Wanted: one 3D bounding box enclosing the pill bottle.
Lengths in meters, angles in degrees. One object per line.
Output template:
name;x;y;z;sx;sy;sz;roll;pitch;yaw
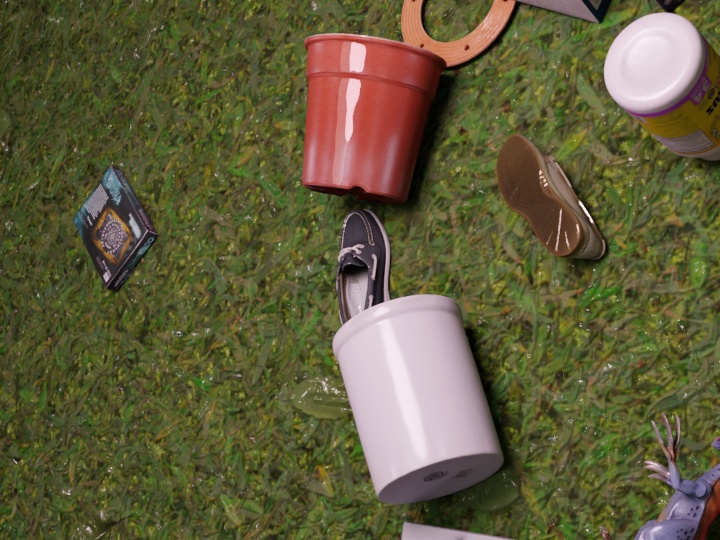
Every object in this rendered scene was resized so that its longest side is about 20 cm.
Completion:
pill bottle;0.345;-0.185;1.076;0.104;0.199;0.105;-14;67;36

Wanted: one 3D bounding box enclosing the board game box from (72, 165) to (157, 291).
board game box;-0.443;-0.078;1.822;0.136;0.028;0.200;-50;50;16

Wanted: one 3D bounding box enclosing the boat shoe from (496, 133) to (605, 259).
boat shoe;0.232;-0.089;1.246;0.073;0.063;0.201;-56;41;27

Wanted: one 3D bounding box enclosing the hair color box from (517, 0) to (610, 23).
hair color box;0.219;-0.386;1.301;0.199;0.100;0.061;27;92;34

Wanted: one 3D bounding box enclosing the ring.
ring;0.141;-0.381;1.435;0.199;0.019;0.203;-14;67;35

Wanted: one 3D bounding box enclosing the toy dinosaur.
toy dinosaur;0.332;0.243;1.023;0.180;0.105;0.202;-26;79;5

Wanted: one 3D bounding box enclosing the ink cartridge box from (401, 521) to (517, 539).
ink cartridge box;0.126;0.395;1.177;0.199;0.043;0.176;-2;73;40

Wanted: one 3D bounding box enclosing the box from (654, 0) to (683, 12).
box;0.351;-0.443;1.209;0.148;0.124;0.201;-41;55;22

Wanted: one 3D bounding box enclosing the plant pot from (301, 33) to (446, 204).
plant pot;0.005;-0.199;1.387;0.199;0.200;0.198;9;90;41

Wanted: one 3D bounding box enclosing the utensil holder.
utensil holder;0.068;0.158;1.221;0.169;0.169;0.202;-31;59;28

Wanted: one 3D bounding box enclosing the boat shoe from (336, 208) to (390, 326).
boat shoe;0.000;0.000;1.400;0.075;0.060;0.202;-27;60;31
